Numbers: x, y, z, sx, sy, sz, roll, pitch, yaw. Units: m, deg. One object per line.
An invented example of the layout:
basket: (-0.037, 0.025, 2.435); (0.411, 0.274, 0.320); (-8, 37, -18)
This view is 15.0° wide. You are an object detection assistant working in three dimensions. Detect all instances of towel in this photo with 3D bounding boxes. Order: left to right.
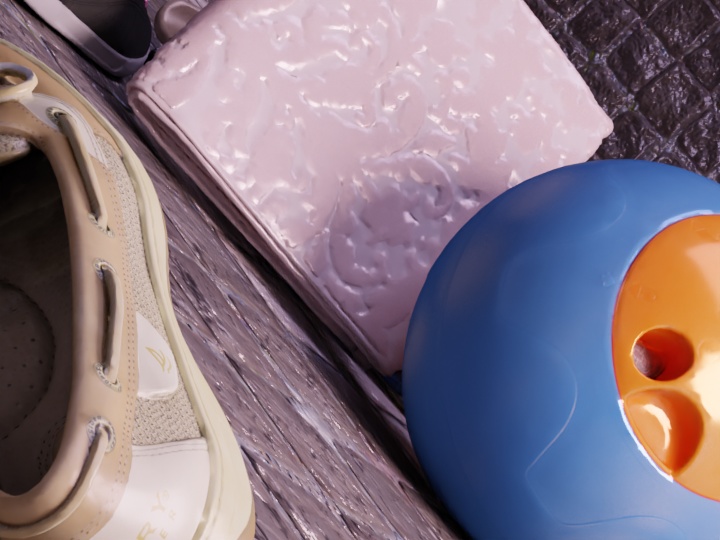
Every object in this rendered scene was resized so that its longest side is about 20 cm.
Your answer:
towel: (0.009, -0.079, 1.348); (0.191, 0.200, 0.032); (50, -28, -12)

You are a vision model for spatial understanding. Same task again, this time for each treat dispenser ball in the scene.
treat dispenser ball: (0.119, 0.049, 1.261); (0.201, 0.201, 0.201); (49, 5, -6)

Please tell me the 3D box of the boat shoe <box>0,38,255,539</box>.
boat shoe: (-0.086, 0.000, 0.637); (0.063, 0.073, 0.201); (50, 10, -47)

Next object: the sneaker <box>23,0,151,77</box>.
sneaker: (-0.117, -0.161, 1.353); (0.071, 0.099, 0.200); (49, 4, 16)

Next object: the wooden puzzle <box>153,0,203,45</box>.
wooden puzzle: (-0.026, -0.062, 1.601); (0.185, 0.037, 0.200); (24, 26, -41)

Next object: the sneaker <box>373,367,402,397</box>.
sneaker: (0.000, 0.000, 1.414); (0.200, 0.066, 0.078); (49, -6, -19)

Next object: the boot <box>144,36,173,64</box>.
boot: (-0.048, -0.114, 1.502); (0.162, 0.074, 0.198); (-11, 29, -42)
